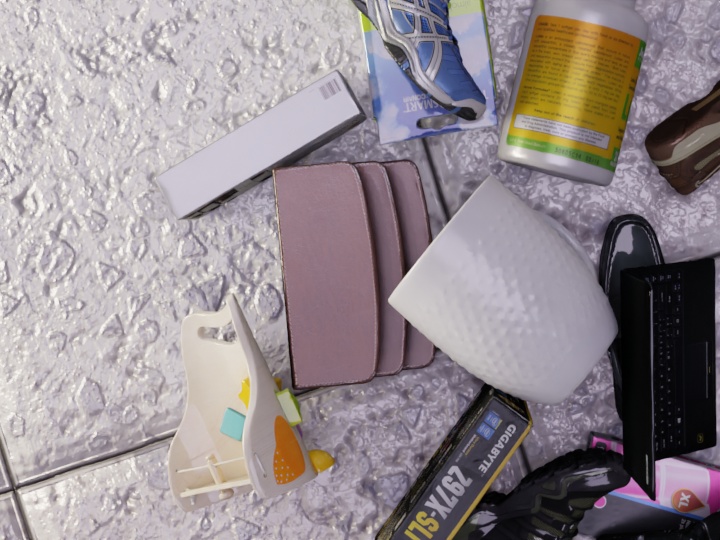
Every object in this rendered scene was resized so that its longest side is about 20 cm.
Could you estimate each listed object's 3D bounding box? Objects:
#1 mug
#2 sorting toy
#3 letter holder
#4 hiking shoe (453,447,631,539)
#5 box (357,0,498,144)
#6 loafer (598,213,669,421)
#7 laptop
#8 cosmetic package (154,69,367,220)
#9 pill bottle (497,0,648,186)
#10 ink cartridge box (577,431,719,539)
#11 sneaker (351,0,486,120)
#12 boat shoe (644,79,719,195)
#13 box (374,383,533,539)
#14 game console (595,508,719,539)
[{"bbox_3d":[0.147,0.016,1.303,0.175,0.200,0.148,41,132,3],"label":"mug"},{"bbox_3d":[-0.115,0.118,1.340,0.106,0.199,0.183,-16,87,-30],"label":"sorting toy"},{"bbox_3d":[0.000,0.000,1.352,0.140,0.101,0.203,-5,91,3],"label":"letter holder"},{"bbox_3d":[0.177,0.238,1.343,0.199,0.076,0.102,-31,87,28],"label":"hiking shoe"},{"bbox_3d":[0.060,-0.227,1.364,0.120,0.048,0.203,-9,91,6],"label":"box"},{"bbox_3d":[0.260,0.049,1.343,0.067,0.070,0.204,-4,92,3],"label":"loafer"},{"bbox_3d":[0.281,0.088,1.258,0.198,0.103,0.180,-6,97,-38],"label":"laptop"},{"bbox_3d":[-0.091,-0.116,1.365,0.198,0.083,0.051,-30,91,6],"label":"cosmetic package"},{"bbox_3d":[0.200,-0.187,1.320,0.109,0.111,0.203,14,93,5],"label":"pill bottle"},{"bbox_3d":[0.301,0.225,1.365,0.197,0.037,0.096,15,94,3],"label":"ink cartridge box"},{"bbox_3d":[0.055,-0.224,1.302,0.077,0.076,0.201,-37,89,10],"label":"sneaker"},{"bbox_3d":[0.361,-0.143,1.336,0.201,0.075,0.075,-33,111,5],"label":"boat shoe"},{"bbox_3d":[0.081,0.197,1.321,0.049,0.160,0.201,35,94,4],"label":"box"},{"bbox_3d":[0.338,0.308,1.345,0.174,0.116,0.202,-14,103,43],"label":"game console"}]
